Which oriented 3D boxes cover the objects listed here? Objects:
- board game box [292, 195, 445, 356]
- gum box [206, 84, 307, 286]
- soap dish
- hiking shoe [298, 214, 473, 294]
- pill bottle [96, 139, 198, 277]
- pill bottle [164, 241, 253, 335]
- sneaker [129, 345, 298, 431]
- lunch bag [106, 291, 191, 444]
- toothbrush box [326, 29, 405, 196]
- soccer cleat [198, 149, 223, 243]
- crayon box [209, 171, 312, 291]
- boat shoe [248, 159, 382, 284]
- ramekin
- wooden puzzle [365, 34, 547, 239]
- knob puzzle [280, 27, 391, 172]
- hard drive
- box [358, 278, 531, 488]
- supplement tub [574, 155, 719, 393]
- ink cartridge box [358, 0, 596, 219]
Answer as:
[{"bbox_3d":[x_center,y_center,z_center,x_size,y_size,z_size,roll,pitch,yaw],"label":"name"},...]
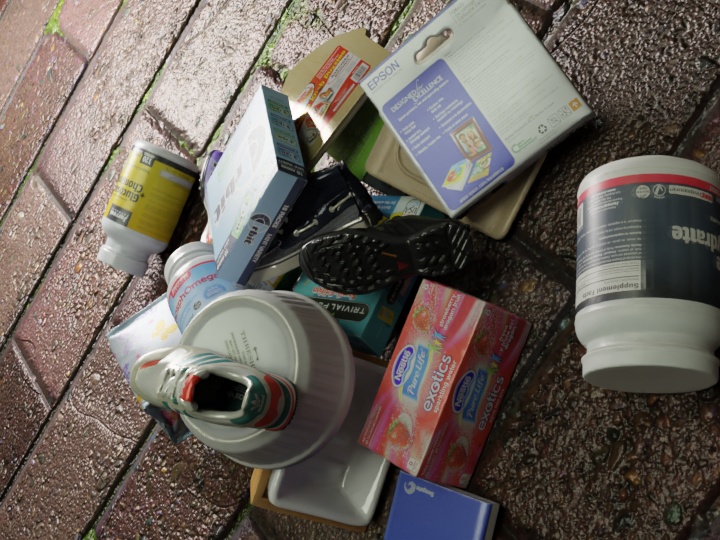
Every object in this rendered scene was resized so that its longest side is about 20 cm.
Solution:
[{"bbox_3d":[0.000,0.000,1.248,0.150,0.047,0.201,4,60,44],"label":"board game box"},{"bbox_3d":[-0.135,-0.110,1.264,0.170,0.044,0.201,-56,31,29],"label":"gum box"},{"bbox_3d":[-0.036,0.190,1.179,0.081,0.156,0.202,10,80,61],"label":"soap dish"},{"bbox_3d":[0.031,-0.021,1.150,0.198,0.101,0.077,-4,101,8],"label":"hiking shoe"},{"bbox_3d":[-0.344,-0.097,1.604,0.112,0.112,0.202,22,90,45],"label":"pill bottle"},{"bbox_3d":[-0.184,0.051,1.285,0.109,0.108,0.200,-53,42,14],"label":"pill bottle"},{"bbox_3d":[-0.165,0.112,1.012,0.198,0.093,0.071,11,82,27],"label":"sneaker"},{"bbox_3d":[-0.224,0.113,1.399,0.199,0.127,0.170,-37,47,-7],"label":"lunch bag"},{"bbox_3d":[0.012,-0.207,1.330,0.146,0.086,0.200,-56,44,11],"label":"toothbrush box"},{"bbox_3d":[-0.197,-0.091,1.504,0.073,0.068,0.202,-12,66,24],"label":"soccer cleat"},{"bbox_3d":[-0.114,-0.063,1.374,0.126,0.051,0.201,44,114,21],"label":"crayon box"},{"bbox_3d":[-0.076,-0.062,1.245,0.199,0.075,0.093,-26,101,18],"label":"boat shoe"},{"bbox_3d":[-0.115,0.113,1.094,0.201,0.094,0.204,-7,74,24],"label":"ramekin"},{"bbox_3d":[0.127,-0.160,1.197,0.199,0.046,0.186,29,99,17],"label":"wooden puzzle"},{"bbox_3d":[-0.045,-0.227,1.306,0.219,0.030,0.221,-30,43,32],"label":"knob puzzle"},{"bbox_3d":[0.072,0.334,1.095,0.131,0.025,0.202,10,85,45],"label":"hard drive"},{"bbox_3d":[0.093,0.124,1.117,0.102,0.094,0.202,22,90,46],"label":"box"},{"bbox_3d":[0.275,0.006,0.959,0.140,0.140,0.202,-10,67,40],"label":"supplement tub"},{"bbox_3d":[0.130,-0.196,1.150,0.197,0.047,0.201,-37,77,17],"label":"ink cartridge box"}]
